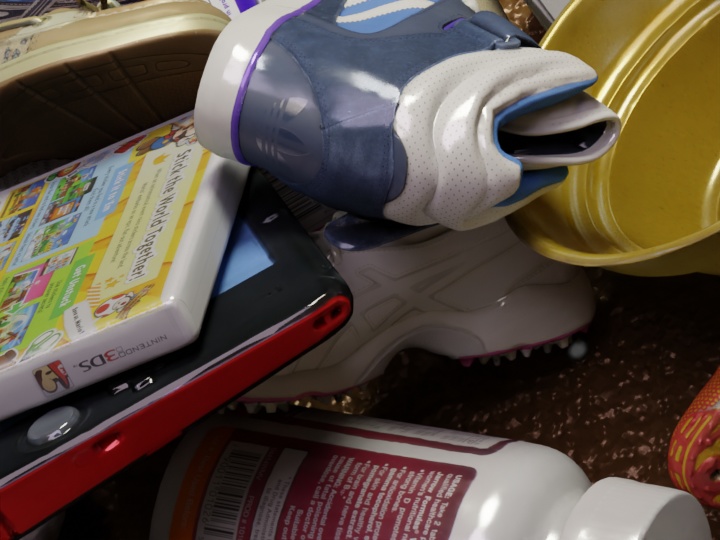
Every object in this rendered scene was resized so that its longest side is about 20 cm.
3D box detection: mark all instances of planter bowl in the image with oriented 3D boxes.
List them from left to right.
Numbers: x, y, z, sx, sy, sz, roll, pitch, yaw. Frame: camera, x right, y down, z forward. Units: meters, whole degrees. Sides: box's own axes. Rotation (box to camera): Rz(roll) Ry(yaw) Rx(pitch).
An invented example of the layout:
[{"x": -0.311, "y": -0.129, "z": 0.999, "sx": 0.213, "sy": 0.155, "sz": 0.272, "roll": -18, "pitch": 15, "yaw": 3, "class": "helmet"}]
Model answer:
[{"x": 0.154, "y": -0.059, "z": 0.991, "sx": 0.200, "sy": 0.083, "sz": 0.201, "roll": -32, "pitch": 33, "yaw": 24, "class": "planter bowl"}]

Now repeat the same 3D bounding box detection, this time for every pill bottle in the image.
[{"x": 0.026, "y": 0.115, "z": 0.998, "sx": 0.199, "sy": 0.110, "sz": 0.110, "roll": 7, "pitch": 65, "yaw": 29, "class": "pill bottle"}]

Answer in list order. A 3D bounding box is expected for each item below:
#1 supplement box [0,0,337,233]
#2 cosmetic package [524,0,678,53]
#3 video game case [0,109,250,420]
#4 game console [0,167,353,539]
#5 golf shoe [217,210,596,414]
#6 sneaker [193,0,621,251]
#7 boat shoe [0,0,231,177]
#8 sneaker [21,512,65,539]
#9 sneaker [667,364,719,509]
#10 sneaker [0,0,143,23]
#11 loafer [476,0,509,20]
[{"x": -0.102, "y": -0.028, "z": 1.152, "sx": 0.199, "sy": 0.101, "sz": 0.104, "roll": -31, "pitch": 52, "yaw": 6, "class": "supplement box"}, {"x": 0.160, "y": -0.162, "z": 1.116, "sx": 0.200, "sy": 0.090, "sz": 0.107, "roll": -38, "pitch": 50, "yaw": 4, "class": "cosmetic package"}, {"x": -0.131, "y": 0.008, "z": 1.002, "sx": 0.181, "sy": 0.023, "sz": 0.200, "roll": -22, "pitch": 21, "yaw": 15, "class": "video game case"}, {"x": -0.099, "y": 0.025, "z": 0.982, "sx": 0.176, "sy": 0.031, "sz": 0.200, "roll": -34, "pitch": 22, "yaw": -2, "class": "game console"}, {"x": 0.000, "y": 0.000, "z": 1.043, "sx": 0.199, "sy": 0.092, "sz": 0.075, "roll": -13, "pitch": 17, "yaw": -26, "class": "golf shoe"}, {"x": 0.038, "y": -0.072, "z": 1.011, "sx": 0.146, "sy": 0.081, "sz": 0.200, "roll": 18, "pitch": 27, "yaw": 17, "class": "sneaker"}, {"x": -0.139, "y": -0.083, "z": 1.093, "sx": 0.199, "sy": 0.073, "sz": 0.063, "roll": -14, "pitch": 57, "yaw": 20, "class": "boat shoe"}, {"x": -0.218, "y": 0.081, "z": 1.144, "sx": 0.199, "sy": 0.100, "sz": 0.075, "roll": 21, "pitch": 69, "yaw": 32, "class": "sneaker"}, {"x": 0.187, "y": 0.013, "z": 1.020, "sx": 0.200, "sy": 0.073, "sz": 0.077, "roll": -47, "pitch": 31, "yaw": -12, "class": "sneaker"}, {"x": -0.135, "y": -0.156, "z": 1.232, "sx": 0.199, "sy": 0.086, "sz": 0.077, "roll": -24, "pitch": 45, "yaw": -12, "class": "sneaker"}, {"x": 0.041, "y": -0.099, "z": 1.141, "sx": 0.200, "sy": 0.076, "sz": 0.068, "roll": 33, "pitch": 84, "yaw": 37, "class": "loafer"}]
